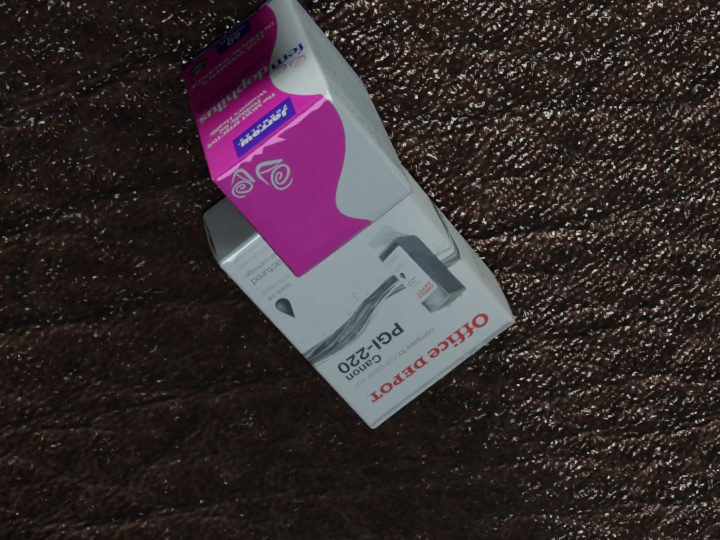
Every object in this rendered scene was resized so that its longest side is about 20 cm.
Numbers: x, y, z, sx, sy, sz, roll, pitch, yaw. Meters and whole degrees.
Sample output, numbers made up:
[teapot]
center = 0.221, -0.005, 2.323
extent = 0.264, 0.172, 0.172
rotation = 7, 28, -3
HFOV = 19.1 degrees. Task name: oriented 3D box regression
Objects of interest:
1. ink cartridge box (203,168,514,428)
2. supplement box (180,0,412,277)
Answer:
[ink cartridge box]
center = 0.000, 0.000, 1.621
extent = 0.145, 0.085, 0.200
rotation = -37, 121, 9
[supplement box]
center = -0.047, -0.099, 1.489
extent = 0.101, 0.200, 0.103
rotation = -37, 119, 8
